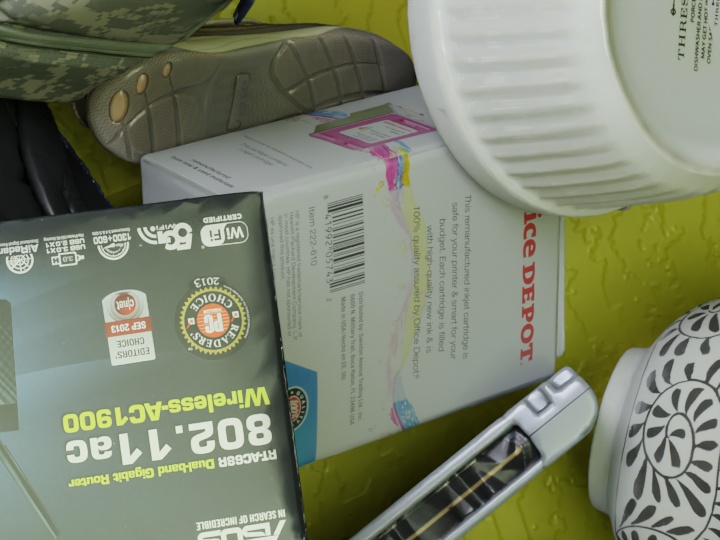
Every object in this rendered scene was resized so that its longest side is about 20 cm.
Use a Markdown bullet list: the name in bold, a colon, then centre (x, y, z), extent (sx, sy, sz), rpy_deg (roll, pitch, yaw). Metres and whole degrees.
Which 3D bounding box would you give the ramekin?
- **ramekin**: centre (0.128, -0.124, 1.094), extent (0.200, 0.105, 0.201), rpy_deg (-2, 94, -41)

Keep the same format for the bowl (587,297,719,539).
- **bowl**: centre (0.176, 0.092, 1.226), extent (0.094, 0.201, 0.201), rpy_deg (14, 92, 20)

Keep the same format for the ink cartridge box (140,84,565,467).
- **ink cartridge box**: centre (0.000, 0.000, 1.144), extent (0.200, 0.085, 0.145), rpy_deg (-16, 117, -33)

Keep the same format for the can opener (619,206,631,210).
- **can opener**: centre (0.092, -0.104, 1.191), extent (0.067, 0.053, 0.200), rpy_deg (-50, 130, -16)

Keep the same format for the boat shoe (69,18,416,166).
- **boat shoe**: centre (-0.059, -0.097, 1.158), extent (0.200, 0.073, 0.075), rpy_deg (-1, 117, -41)

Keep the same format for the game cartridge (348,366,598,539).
- **game cartridge**: centre (0.038, 0.123, 1.181), extent (0.200, 0.133, 0.041), rpy_deg (-39, 87, 2)

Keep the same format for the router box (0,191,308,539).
- **router box**: centre (-0.127, 0.055, 0.930), extent (0.199, 0.062, 0.150), rpy_deg (-8, 89, -13)

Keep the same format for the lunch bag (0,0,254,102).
- **lunch bag**: centre (-0.125, -0.185, 1.008), extent (0.139, 0.168, 0.201), rpy_deg (5, 66, -46)

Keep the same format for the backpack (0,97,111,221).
- **backpack**: centre (-0.175, 0.038, 1.061), extent (0.200, 0.168, 0.162), rpy_deg (54, 38, 5)
